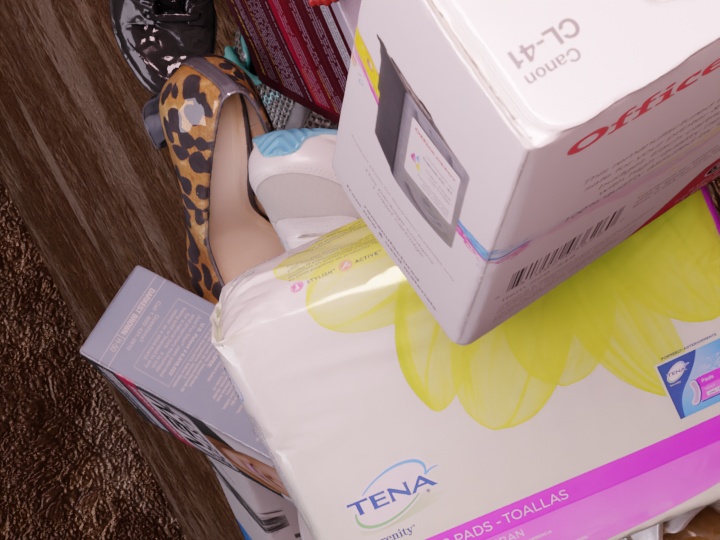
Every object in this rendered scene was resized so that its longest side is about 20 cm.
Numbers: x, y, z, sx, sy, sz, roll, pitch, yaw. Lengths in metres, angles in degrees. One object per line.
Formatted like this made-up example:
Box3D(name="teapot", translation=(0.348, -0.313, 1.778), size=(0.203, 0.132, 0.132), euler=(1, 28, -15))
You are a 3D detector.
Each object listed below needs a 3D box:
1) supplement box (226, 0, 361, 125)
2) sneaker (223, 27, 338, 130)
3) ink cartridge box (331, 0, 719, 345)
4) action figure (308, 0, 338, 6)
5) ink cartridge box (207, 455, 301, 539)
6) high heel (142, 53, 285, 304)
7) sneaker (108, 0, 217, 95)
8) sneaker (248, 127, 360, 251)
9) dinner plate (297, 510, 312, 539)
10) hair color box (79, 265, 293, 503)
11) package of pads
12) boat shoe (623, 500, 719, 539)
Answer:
Box3D(name="supplement box", translation=(-0.011, -0.129, 1.166), size=(0.200, 0.061, 0.109), euler=(34, 152, 62))
Box3D(name="sneaker", translation=(-0.049, -0.104, 1.377), size=(0.200, 0.078, 0.091), euler=(15, 132, 60))
Box3D(name="ink cartridge box", translation=(0.076, -0.070, 0.748), size=(0.086, 0.147, 0.200), euler=(55, 166, 13))
Box3D(name="action figure", translation=(0.012, -0.128, 1.003), size=(0.200, 0.099, 0.065), euler=(55, 167, 29))
Box3D(name="ink cartridge box", translation=(-0.020, 0.106, 1.566), size=(0.084, 0.146, 0.200), euler=(48, 164, 46))
Box3D(name="high heel", translation=(-0.048, -0.018, 1.283), size=(0.200, 0.071, 0.143), euler=(58, 164, -4))
Box3D(name="sneaker", translation=(-0.108, -0.188, 1.322), size=(0.104, 0.060, 0.200), euler=(-131, 37, -78))
Box3D(name="sneaker", translation=(0.000, 0.000, 1.245), size=(0.200, 0.076, 0.081), euler=(54, -140, -47))
Box3D(name="dinner plate", translation=(0.045, 0.173, 1.352), size=(0.200, 0.024, 0.200), euler=(19, 131, 24))
Box3D(name="hair color box", translation=(-0.041, 0.079, 1.282), size=(0.200, 0.061, 0.099), euler=(26, 166, 27))
Box3D(name="package of pads", translation=(0.057, 0.038, 0.957), size=(0.068, 0.200, 0.155), euler=(-96, -19, -70))
Box3D(name="boat shoe", translation=(0.146, 0.116, 1.122), size=(0.200, 0.071, 0.070), euler=(53, 152, 25))
